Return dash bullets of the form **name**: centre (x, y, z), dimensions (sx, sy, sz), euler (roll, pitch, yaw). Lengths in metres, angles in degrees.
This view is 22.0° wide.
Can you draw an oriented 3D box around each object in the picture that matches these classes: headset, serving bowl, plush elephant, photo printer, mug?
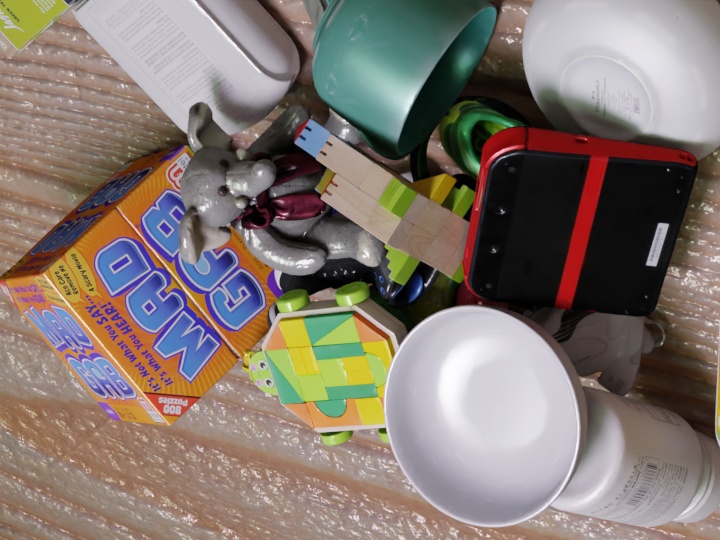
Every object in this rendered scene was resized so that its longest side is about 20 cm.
- **headset**: centre (0.115, -0.056, 1.683), dimensions (0.123, 0.094, 0.201), euler (-16, 105, 27)
- **serving bowl**: centre (0.121, 0.125, 1.670), dimensions (0.199, 0.066, 0.202), euler (7, 103, 32)
- **serving bowl**: centre (0.217, -0.159, 1.533), dimensions (0.199, 0.066, 0.201), euler (22, 138, 21)
- **plush elephant**: centre (-0.096, -0.077, 1.722), dimensions (0.199, 0.154, 0.166), euler (-11, 78, 35)
- **photo printer**: centre (-0.160, -0.221, 1.779), dimensions (0.200, 0.070, 0.166), euler (46, 141, -13)
- **mug**: centre (0.022, -0.180, 1.597), dimensions (0.114, 0.152, 0.186), euler (35, 113, 11)

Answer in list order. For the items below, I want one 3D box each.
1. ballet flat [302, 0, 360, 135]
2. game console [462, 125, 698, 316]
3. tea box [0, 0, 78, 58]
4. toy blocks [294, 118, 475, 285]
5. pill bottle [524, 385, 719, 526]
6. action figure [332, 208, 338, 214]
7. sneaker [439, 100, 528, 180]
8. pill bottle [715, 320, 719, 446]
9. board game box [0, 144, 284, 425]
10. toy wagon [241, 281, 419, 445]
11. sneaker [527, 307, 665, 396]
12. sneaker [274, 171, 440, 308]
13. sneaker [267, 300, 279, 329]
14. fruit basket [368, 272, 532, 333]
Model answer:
- **ballet flat**: centre (-0.010, -0.213, 1.690), dimensions (0.064, 0.067, 0.201), euler (37, 151, 51)
- **game console**: centre (0.182, -0.039, 1.577), dimensions (0.175, 0.031, 0.201), euler (5, 139, -2)
- **tea box**: centre (-0.257, -0.326, 1.656), dimensions (0.134, 0.200, 0.196), euler (49, 142, -13)
- **toy blocks**: centre (0.015, -0.064, 1.610), dimensions (0.136, 0.100, 0.200), euler (35, -175, 27)
- **pill bottle**: centre (0.254, 0.180, 1.734), dimensions (0.114, 0.115, 0.199), euler (-7, 163, 43)
- **action figure**: centre (-0.054, -0.050, 1.870), dimensions (0.099, 0.065, 0.200), euler (29, 140, 3)
- **sneaker**: centre (0.154, -0.073, 1.602), dimensions (0.199, 0.074, 0.084), euler (32, -179, -7)
- **pill bottle**: centre (0.366, 0.075, 1.609), dimensions (0.110, 0.111, 0.201), euler (17, 137, 26)
- **board game box**: centre (-0.220, 0.018, 1.920), dimensions (0.200, 0.200, 0.200), euler (51, 160, -14)
- **toy wagon**: centre (-0.036, 0.094, 1.776), dimensions (0.199, 0.040, 0.156), euler (-7, 110, 32)
- **sneaker**: centre (0.189, 0.085, 1.745), dimensions (0.115, 0.075, 0.200), euler (41, 112, -18)
- **sneaker**: centre (0.000, 0.000, 1.773), dimensions (0.200, 0.113, 0.073), euler (-35, 145, 30)
- **sneaker**: centre (0.003, 0.064, 1.810), dimensions (0.199, 0.072, 0.083), euler (29, 125, 15)
- **fruit basket**: centre (0.108, 0.037, 1.823), dimensions (0.199, 0.094, 0.186), euler (-21, 114, 31)
